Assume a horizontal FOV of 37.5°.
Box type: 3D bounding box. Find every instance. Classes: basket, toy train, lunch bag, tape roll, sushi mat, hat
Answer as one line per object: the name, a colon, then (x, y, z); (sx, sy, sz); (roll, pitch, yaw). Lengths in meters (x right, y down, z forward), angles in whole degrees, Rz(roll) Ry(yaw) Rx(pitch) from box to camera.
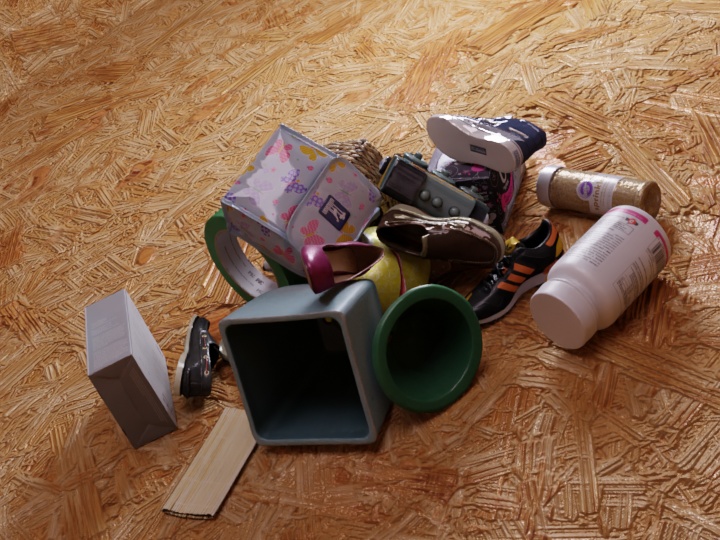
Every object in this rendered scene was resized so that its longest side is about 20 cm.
basket: (-0.018, -0.096, 1.760); (0.141, 0.202, 0.149); (1, 37, 41)
toy train: (0.115, -0.115, 1.655); (0.086, 0.198, 0.114); (-59, 2, 14)
lunch bag: (-0.084, -0.099, 1.608); (0.199, 0.128, 0.170); (32, 69, 13)
tape roll: (-0.172, -0.019, 1.747); (0.199, 0.202, 0.048); (13, 46, 43)
sushi mat: (-0.203, 0.272, 1.517); (0.094, 0.012, 0.201); (-2, 38, 29)
hat: (0.068, 0.097, 1.517); (0.200, 0.166, 0.176); (-47, 18, -17)

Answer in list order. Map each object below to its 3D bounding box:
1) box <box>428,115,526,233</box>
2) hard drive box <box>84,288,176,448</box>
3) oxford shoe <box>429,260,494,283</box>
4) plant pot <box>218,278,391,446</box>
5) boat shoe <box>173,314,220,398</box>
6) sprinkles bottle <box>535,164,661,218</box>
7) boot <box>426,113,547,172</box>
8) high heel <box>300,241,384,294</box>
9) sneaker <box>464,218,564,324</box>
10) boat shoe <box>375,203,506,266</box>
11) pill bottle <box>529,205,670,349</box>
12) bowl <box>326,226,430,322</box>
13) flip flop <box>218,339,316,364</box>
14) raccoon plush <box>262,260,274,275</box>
box: (0.195, -0.162, 1.806); (0.130, 0.116, 0.201); (-5, 37, 26)
hard drive box: (-0.362, 0.151, 1.662); (0.076, 0.157, 0.201); (-24, 31, -2)
oxford shoe: (0.142, -0.010, 1.670); (0.198, 0.071, 0.072); (-1, 55, 49)
plant pot: (-0.052, 0.110, 1.506); (0.193, 0.199, 0.200); (-6, 21, 25)
boat shoe: (-0.258, 0.138, 1.704); (0.062, 0.075, 0.202); (5, 26, -5)
sprinkles bottle: (0.375, -0.122, 1.678); (0.198, 0.069, 0.068); (15, 48, 44)
boot: (0.204, -0.219, 1.726); (0.090, 0.074, 0.199); (-32, 44, -31)
high heel: (-0.024, -0.016, 1.440); (0.095, 0.068, 0.200); (-19, 3, 8)
sneaker: (0.218, -0.002, 1.580); (0.199, 0.091, 0.070); (-32, 33, -15)
boat shoe: (0.113, -0.039, 1.563); (0.200, 0.076, 0.075); (14, 32, 30)
pill bottle: (0.331, 0.010, 1.470); (0.200, 0.114, 0.113); (-40, 36, -26)
bowl: (0.000, 0.000, 1.653); (0.198, 0.108, 0.202); (-26, 39, 22)
flip flop: (-0.154, 0.118, 1.669); (0.198, 0.058, 0.081); (9, 44, 41)
raccoon plush: (-0.086, -0.062, 1.832); (0.199, 0.097, 0.134); (-40, 37, 7)
